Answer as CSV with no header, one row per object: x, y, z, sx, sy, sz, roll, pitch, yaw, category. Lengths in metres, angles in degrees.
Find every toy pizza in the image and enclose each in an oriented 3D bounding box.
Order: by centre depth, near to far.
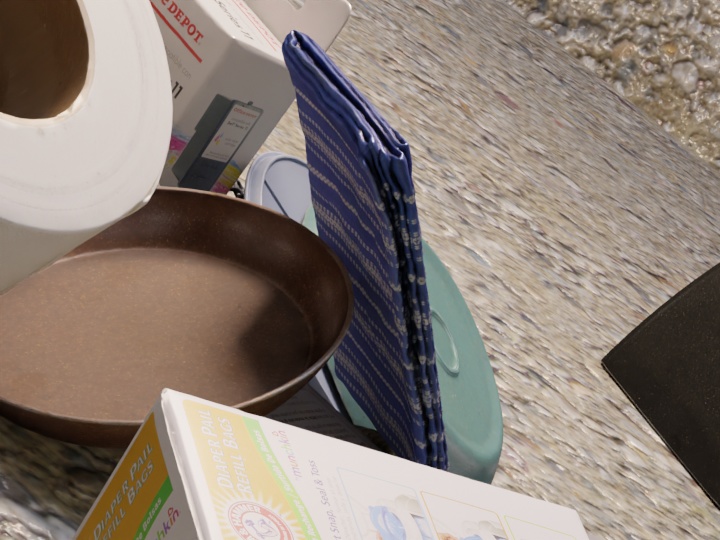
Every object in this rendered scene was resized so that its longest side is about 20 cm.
-0.018,0.030,1.429,0.200,0.032,0.201,53,22,-33,toy pizza

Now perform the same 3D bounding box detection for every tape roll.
-0.197,-0.080,1.096,0.202,0.139,0.203,31,44,-36,tape roll

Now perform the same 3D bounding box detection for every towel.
0.000,0.000,1.223,0.024,0.201,0.145,-16,32,-14,towel

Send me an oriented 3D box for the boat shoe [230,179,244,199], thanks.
-0.074,-0.020,1.523,0.200,0.062,0.075,33,16,-9,boat shoe

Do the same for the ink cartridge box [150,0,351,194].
-0.106,-0.100,1.413,0.067,0.200,0.117,21,20,-46,ink cartridge box

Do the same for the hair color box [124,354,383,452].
-0.009,0.123,1.227,0.200,0.061,0.099,41,14,18,hair color box

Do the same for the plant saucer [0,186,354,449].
-0.102,0.025,1.195,0.199,0.035,0.201,0,32,0,plant saucer

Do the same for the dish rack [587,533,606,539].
0.147,0.212,1.354,0.200,0.044,0.171,47,18,33,dish rack

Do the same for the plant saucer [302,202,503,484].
0.032,0.045,1.439,0.200,0.036,0.200,53,22,-32,plant saucer

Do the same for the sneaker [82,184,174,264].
-0.131,-0.028,1.312,0.079,0.074,0.201,100,-32,-89,sneaker

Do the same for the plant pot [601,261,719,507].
0.338,0.086,1.943,0.199,0.178,0.200,25,19,-37,plant pot

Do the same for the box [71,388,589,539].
-0.008,0.140,1.002,0.199,0.113,0.102,19,28,-28,box

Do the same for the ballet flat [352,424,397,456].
0.059,0.139,1.284,0.200,0.068,0.046,33,40,22,ballet flat
